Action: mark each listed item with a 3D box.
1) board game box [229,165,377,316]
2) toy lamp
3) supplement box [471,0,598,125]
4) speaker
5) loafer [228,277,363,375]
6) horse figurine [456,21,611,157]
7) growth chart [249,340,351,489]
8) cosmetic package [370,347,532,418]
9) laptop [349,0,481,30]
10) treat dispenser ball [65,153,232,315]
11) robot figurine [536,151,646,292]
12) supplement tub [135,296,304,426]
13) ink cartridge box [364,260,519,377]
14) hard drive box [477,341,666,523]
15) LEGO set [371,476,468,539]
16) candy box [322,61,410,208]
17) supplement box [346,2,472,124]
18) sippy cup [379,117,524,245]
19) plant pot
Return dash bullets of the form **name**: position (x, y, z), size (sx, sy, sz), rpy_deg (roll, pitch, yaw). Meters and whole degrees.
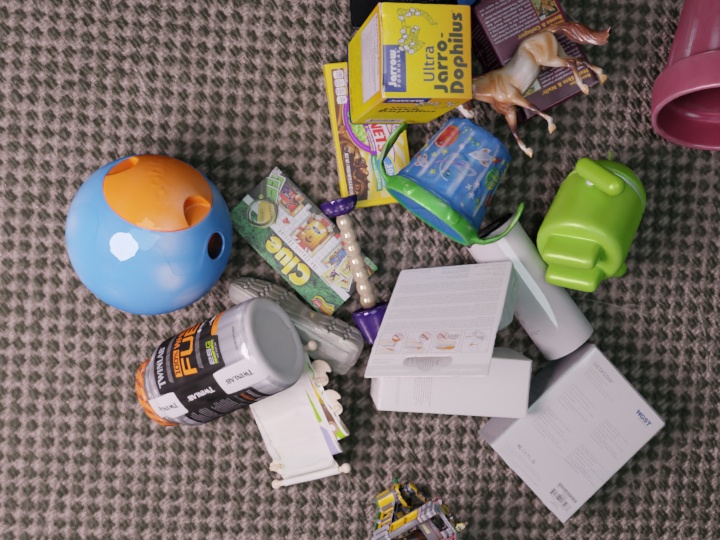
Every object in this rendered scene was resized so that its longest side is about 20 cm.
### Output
- **board game box**: position (-0.081, -0.037, 1.097), size (0.200, 0.023, 0.105), rpy_deg (44, 91, -5)
- **toy lamp**: position (0.000, 0.000, 1.067), size (0.058, 0.058, 0.200), rpy_deg (-16, 96, -4)
- **supplement box**: position (0.218, -0.312, 1.078), size (0.110, 0.086, 0.200), rpy_deg (-28, 94, -2)
- **speaker**: position (0.233, 0.024, 1.097), size (0.081, 0.081, 0.200), rpy_deg (-36, 94, -3)
- **loafer**: position (-0.093, 0.076, 1.076), size (0.200, 0.070, 0.070), rpy_deg (30, 116, 6)
- **horse figurine**: position (0.222, -0.244, 1.008), size (0.200, 0.050, 0.133), rpy_deg (-46, 77, 9)
- **growth chart**: position (-0.085, 0.197, 1.070), size (0.145, 0.018, 0.200), rpy_deg (-13, 100, 21)
- **cosmetic package**: position (0.119, 0.145, 1.080), size (0.200, 0.108, 0.085), rpy_deg (5, 92, -4)
- **laptop**: position (0.084, -0.407, 1.016), size (0.200, 0.103, 0.177), rpy_deg (-2, 58, -4)
- **treat dispenser ball**: position (-0.261, -0.044, 0.992), size (0.201, 0.201, 0.201), rpy_deg (0, 92, -5)
- **robot figurine**: position (0.309, -0.066, 1.062), size (0.116, 0.176, 0.200), rpy_deg (10, 51, 31)
- **supplement tub**: position (-0.183, 0.123, 1.017), size (0.200, 0.123, 0.123), rpy_deg (-26, 95, 24)
- **ink cartridge box**: position (0.108, 0.072, 1.011), size (0.160, 0.200, 0.047), rpy_deg (-4, 130, 25)
- **hard drive box**: position (0.293, 0.220, 1.112), size (0.200, 0.077, 0.156), rpy_deg (-43, 95, -2)
- **LEGO set**: position (0.108, 0.365, 1.064), size (0.116, 0.154, 0.200), rpy_deg (-33, 87, 14)
- **candy box**: position (0.013, -0.189, 1.096), size (0.102, 0.026, 0.200), rpy_deg (-9, 93, -9)
- **supplement box**: position (0.055, -0.249, 0.986), size (0.109, 0.200, 0.109), rpy_deg (-3, 93, -11)
- **sippy cup**: position (0.123, -0.122, 1.033), size (0.178, 0.140, 0.130), rpy_deg (36, 89, -29)
- **plant pot**: position (0.496, -0.280, 1.062), size (0.200, 0.200, 0.179), rpy_deg (9, 76, -5)
